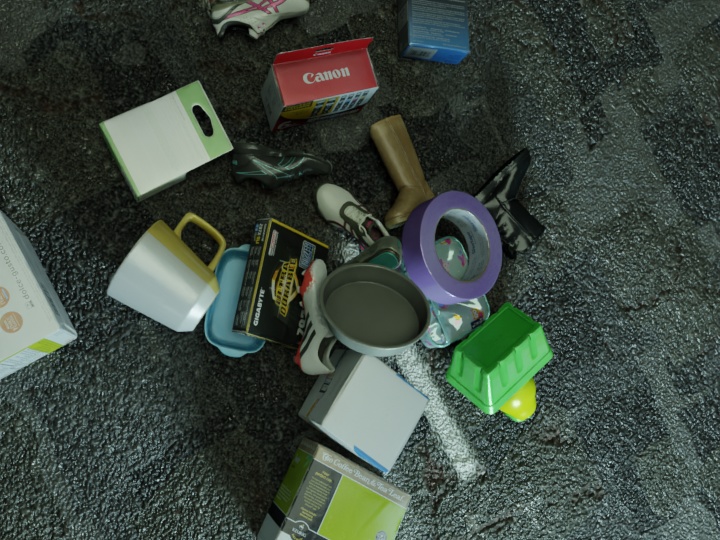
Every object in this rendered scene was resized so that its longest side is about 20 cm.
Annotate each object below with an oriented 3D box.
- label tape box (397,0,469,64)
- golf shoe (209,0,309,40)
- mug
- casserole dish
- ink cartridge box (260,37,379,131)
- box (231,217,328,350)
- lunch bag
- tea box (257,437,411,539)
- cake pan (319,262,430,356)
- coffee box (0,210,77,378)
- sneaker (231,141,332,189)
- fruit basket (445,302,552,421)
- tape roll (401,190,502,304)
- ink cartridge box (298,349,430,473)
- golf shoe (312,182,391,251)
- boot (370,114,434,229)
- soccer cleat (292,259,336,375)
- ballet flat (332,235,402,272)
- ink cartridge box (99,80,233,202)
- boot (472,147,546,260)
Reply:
[{"bbox_3d":[0.154,-0.557,1.406,0.140,0.063,0.207,2,81,-17],"label":"label tape box"},{"bbox_3d":[-0.193,-0.495,1.282,0.194,0.073,0.095,-8,90,-9],"label":"golf shoe"},{"bbox_3d":[-0.311,0.007,1.115,0.152,0.149,0.189,36,93,-8],"label":"mug"},{"bbox_3d":[-0.218,0.056,1.207,0.118,0.039,0.206,13,79,-16],"label":"casserole dish"},{"bbox_3d":[-0.075,-0.349,1.241,0.195,0.175,0.086,-17,87,-19],"label":"ink cartridge box"},{"bbox_3d":[-0.141,0.030,1.192,0.158,0.048,0.206,26,71,-49],"label":"box"},{"bbox_3d":[0.160,0.049,1.313,0.157,0.077,0.205,-24,90,-20],"label":"lunch bag"},{"bbox_3d":[-0.048,0.434,1.158,0.197,0.133,0.200,31,75,-12],"label":"tea box"},{"bbox_3d":[0.023,0.068,1.123,0.194,0.037,0.203,9,41,-8],"label":"cake pan"},{"bbox_3d":[-0.578,0.056,1.001,0.195,0.200,0.204,-29,91,-19],"label":"coffee box"},{"bbox_3d":[-0.151,-0.194,1.258,0.193,0.075,0.082,6,93,-10],"label":"sneaker"},{"bbox_3d":[0.286,0.202,1.320,0.212,0.155,0.221,-26,134,-30],"label":"fruit basket"},{"bbox_3d":[0.174,-0.042,1.244,0.195,0.065,0.207,7,77,-30],"label":"tape roll"},{"bbox_3d":[-0.001,0.241,1.167,0.146,0.200,0.147,36,75,-10],"label":"ink cartridge box"},{"bbox_3d":[-0.005,-0.102,1.276,0.199,0.088,0.078,41,74,-7],"label":"golf shoe"},{"bbox_3d":[0.066,-0.196,1.308,0.174,0.065,0.205,-28,94,-52],"label":"boot"},{"bbox_3d":[-0.069,0.084,1.171,0.068,0.083,0.207,10,86,-58],"label":"soccer cleat"},{"bbox_3d":[0.000,0.000,1.244,0.067,0.197,0.065,45,30,-25],"label":"ballet flat"},{"bbox_3d":[-0.351,-0.237,1.200,0.197,0.048,0.148,-30,92,-20],"label":"ink cartridge box"},{"bbox_3d":[0.332,-0.137,1.400,0.198,0.073,0.163,-44,94,-11],"label":"boot"}]
